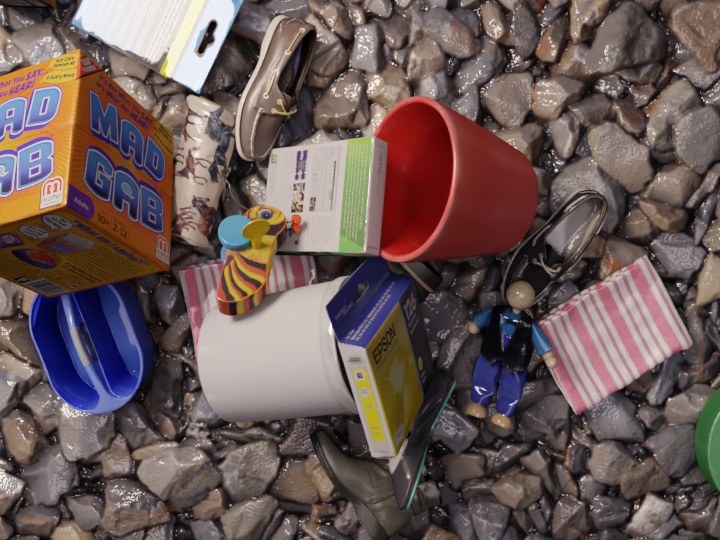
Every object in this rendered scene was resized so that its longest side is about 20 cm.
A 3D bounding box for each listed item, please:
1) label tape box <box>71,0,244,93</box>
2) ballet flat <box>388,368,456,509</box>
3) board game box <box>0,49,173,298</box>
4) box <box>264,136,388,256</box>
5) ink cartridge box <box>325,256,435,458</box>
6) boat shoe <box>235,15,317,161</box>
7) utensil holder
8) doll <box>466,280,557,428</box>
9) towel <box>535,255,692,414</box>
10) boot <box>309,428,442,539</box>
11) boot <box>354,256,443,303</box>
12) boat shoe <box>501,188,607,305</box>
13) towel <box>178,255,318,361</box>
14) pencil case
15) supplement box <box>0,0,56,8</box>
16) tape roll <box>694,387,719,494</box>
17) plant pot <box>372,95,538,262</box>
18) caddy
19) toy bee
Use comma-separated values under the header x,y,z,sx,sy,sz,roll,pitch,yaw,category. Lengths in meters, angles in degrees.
x,y,z,sx,sy,sz,roll,pitch,yaw,category
-0.270,-0.350,1.039,0.197,0.063,0.146,29,95,-1,label tape box
0.072,0.229,1.067,0.072,0.073,0.203,24,72,-1,ballet flat
-0.371,-0.108,0.945,0.196,0.200,0.204,-11,67,17,board game box
-0.052,-0.093,1.004,0.197,0.036,0.148,2,85,43,box
0.035,0.093,0.962,0.046,0.198,0.204,-5,112,24,ink cartridge box
-0.113,-0.244,1.036,0.059,0.071,0.204,20,92,30,boat shoe
-0.088,0.106,0.984,0.196,0.170,0.174,-9,96,21,utensil holder
0.209,0.113,1.060,0.134,0.048,0.205,17,105,28,doll
0.356,0.093,1.076,0.198,0.030,0.148,-31,95,4,towel
0.024,0.286,1.106,0.130,0.068,0.202,-36,94,-8,boot
0.000,0.000,1.065,0.199,0.077,0.139,41,100,-1,boot
0.271,-0.026,1.058,0.074,0.060,0.201,41,96,-4,boat shoe
-0.154,0.050,1.094,0.195,0.030,0.150,-10,96,2,towel
-0.225,-0.139,1.049,0.077,0.089,0.205,11,94,-43,pencil case
-0.465,-0.467,1.010,0.083,0.110,0.205,3,96,1,supplement box
0.585,0.249,1.084,0.195,0.048,0.206,0,96,1,tape roll
0.121,-0.104,0.977,0.174,0.199,0.205,7,97,-35,plant pot
-0.377,0.098,1.065,0.139,0.105,0.204,-20,95,3,caddy
-0.128,-0.043,0.964,0.106,0.131,0.205,-1,79,-5,toy bee
